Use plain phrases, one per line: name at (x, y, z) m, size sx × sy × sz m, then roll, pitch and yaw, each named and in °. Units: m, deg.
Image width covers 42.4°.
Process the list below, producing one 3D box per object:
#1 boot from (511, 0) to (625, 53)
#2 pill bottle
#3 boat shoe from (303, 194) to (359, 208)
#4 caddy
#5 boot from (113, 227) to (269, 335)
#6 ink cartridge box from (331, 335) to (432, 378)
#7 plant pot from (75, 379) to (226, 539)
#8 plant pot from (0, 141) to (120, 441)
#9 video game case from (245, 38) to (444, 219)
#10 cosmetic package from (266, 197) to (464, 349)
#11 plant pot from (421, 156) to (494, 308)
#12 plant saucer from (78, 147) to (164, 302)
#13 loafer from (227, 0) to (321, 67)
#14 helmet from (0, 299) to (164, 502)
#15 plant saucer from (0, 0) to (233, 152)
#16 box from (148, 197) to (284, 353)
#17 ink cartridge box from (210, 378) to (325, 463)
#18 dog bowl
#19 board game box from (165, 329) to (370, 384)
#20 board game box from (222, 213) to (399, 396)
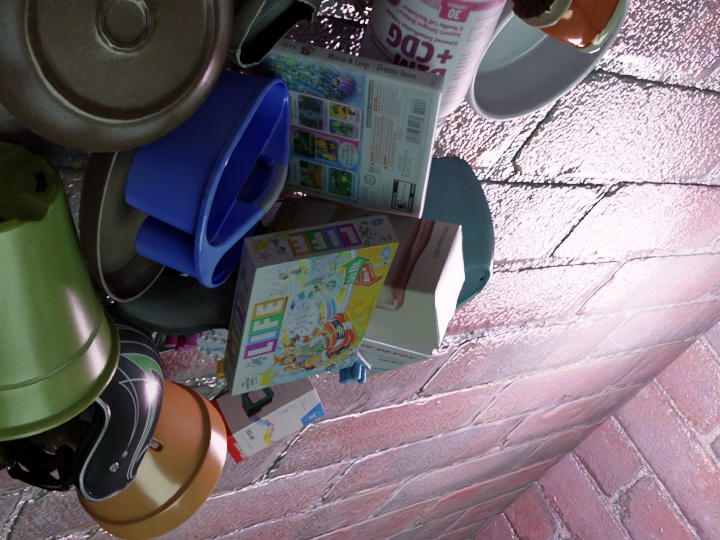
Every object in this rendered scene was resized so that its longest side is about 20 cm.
boot at (0.203, -0.298, 0.829) m, size 0.106 × 0.075 × 0.203 m, roll 19°, pitch 86°, yaw -39°
pill bottle at (0.059, -0.214, 0.861) m, size 0.112 × 0.114 × 0.201 m, roll -17°, pitch 150°, yaw -27°
boat shoe at (-0.034, -0.054, 1.083) m, size 0.064 × 0.072 × 0.200 m, roll -5°, pitch 146°, yaw -52°
caddy at (-0.117, -0.082, 0.799) m, size 0.142 × 0.103 × 0.202 m, roll 94°, pitch 15°, yaw -53°
boot at (-0.143, 0.003, 0.908) m, size 0.197 × 0.070 × 0.133 m, roll 7°, pitch 138°, yaw -6°
ink cartridge box at (-0.013, 0.070, 1.157) m, size 0.143 × 0.086 × 0.200 m, roll 15°, pitch 159°, yaw -22°
plant pot at (-0.280, 0.205, 1.131) m, size 0.198 × 0.201 × 0.141 m, roll -31°, pitch 137°, yaw -2°
plant pot at (-0.307, 0.002, 0.778) m, size 0.198 × 0.200 × 0.192 m, roll -17°, pitch 137°, yaw -28°
video game case at (-0.018, -0.131, 0.888) m, size 0.179 × 0.024 × 0.201 m, roll 15°, pitch 149°, yaw 6°
cosmetic package at (0.000, 0.000, 0.960) m, size 0.088 × 0.197 × 0.104 m, roll 80°, pitch 25°, yaw -46°
plant pot at (0.097, -0.026, 1.195) m, size 0.198 × 0.136 × 0.201 m, roll -26°, pitch 152°, yaw -14°
plant saucer at (-0.191, -0.075, 0.804) m, size 0.200 × 0.034 × 0.203 m, roll 17°, pitch 89°, yaw -83°
loafer at (-0.044, -0.237, 0.758) m, size 0.200 × 0.071 × 0.073 m, roll -41°, pitch 152°, yaw 16°
helmet at (-0.295, 0.119, 0.950) m, size 0.198 × 0.198 × 0.194 m, roll -3°, pitch 104°, yaw -44°
plant saucer at (-0.171, -0.178, 0.653) m, size 0.198 × 0.037 × 0.203 m, roll -16°, pitch 120°, yaw -30°
box at (-0.175, 0.011, 1.057) m, size 0.158 × 0.050 × 0.201 m, roll -14°, pitch 148°, yaw -38°
ink cartridge box at (-0.160, 0.221, 1.404) m, size 0.198 × 0.068 × 0.117 m, roll -29°, pitch 153°, yaw -8°
dog bowl at (0.176, -0.256, 0.959) m, size 0.198 × 0.079 × 0.201 m, roll -26°, pitch 153°, yaw -14°
board game box at (-0.103, 0.100, 1.082) m, size 0.197 × 0.026 × 0.200 m, roll 1°, pitch 162°, yaw 13°
board game box at (-0.052, 0.036, 0.858) m, size 0.133 × 0.035 × 0.201 m, roll -11°, pitch 146°, yaw -23°
